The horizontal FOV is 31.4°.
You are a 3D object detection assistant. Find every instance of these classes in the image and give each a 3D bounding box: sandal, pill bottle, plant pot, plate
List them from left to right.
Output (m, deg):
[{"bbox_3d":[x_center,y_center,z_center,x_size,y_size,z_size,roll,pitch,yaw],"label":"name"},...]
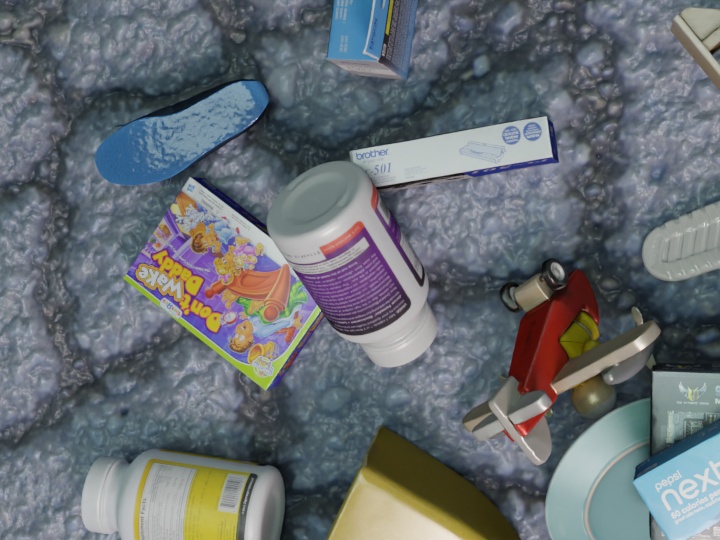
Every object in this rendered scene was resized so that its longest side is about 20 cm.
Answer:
[{"bbox_3d":[-0.187,0.250,1.355,0.198,0.112,0.113,6,93,13],"label":"pill bottle"},{"bbox_3d":[0.000,0.000,1.266,0.111,0.112,0.201,-24,126,12],"label":"pill bottle"},{"bbox_3d":[0.059,0.300,1.267,0.199,0.195,0.196,25,97,4],"label":"plant pot"},{"bbox_3d":[0.272,0.213,1.234,0.198,0.026,0.202,-8,118,-15],"label":"plate"},{"bbox_3d":[0.377,-0.036,1.255,0.201,0.050,0.083,-9,75,25],"label":"sandal"}]

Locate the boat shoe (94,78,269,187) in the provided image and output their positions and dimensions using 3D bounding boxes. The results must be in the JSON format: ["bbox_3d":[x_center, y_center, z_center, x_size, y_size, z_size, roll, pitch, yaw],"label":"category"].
[{"bbox_3d":[-0.184,-0.142,1.369,0.198,0.069,0.085,-17,101,8],"label":"boat shoe"}]

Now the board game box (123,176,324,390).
[{"bbox_3d":[-0.135,0.013,1.371,0.199,0.045,0.135,36,99,9],"label":"board game box"}]

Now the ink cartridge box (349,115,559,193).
[{"bbox_3d":[0.096,-0.115,1.290,0.198,0.094,0.045,-9,90,12],"label":"ink cartridge box"}]

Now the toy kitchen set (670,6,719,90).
[{"bbox_3d":[0.402,-0.219,1.163,0.180,0.200,0.164,-41,84,11],"label":"toy kitchen set"}]

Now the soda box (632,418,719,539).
[{"bbox_3d":[0.335,0.154,1.093,0.199,0.064,0.068,-32,85,15],"label":"soda box"}]

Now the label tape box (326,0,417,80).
[{"bbox_3d":[0.010,-0.270,1.250,0.065,0.200,0.145,8,93,13],"label":"label tape box"}]

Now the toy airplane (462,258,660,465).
[{"bbox_3d":[0.190,0.105,1.229,0.141,0.200,0.200,36,93,-20],"label":"toy airplane"}]

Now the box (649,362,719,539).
[{"bbox_3d":[0.359,0.166,1.147,0.198,0.051,0.159,0,95,14],"label":"box"}]
